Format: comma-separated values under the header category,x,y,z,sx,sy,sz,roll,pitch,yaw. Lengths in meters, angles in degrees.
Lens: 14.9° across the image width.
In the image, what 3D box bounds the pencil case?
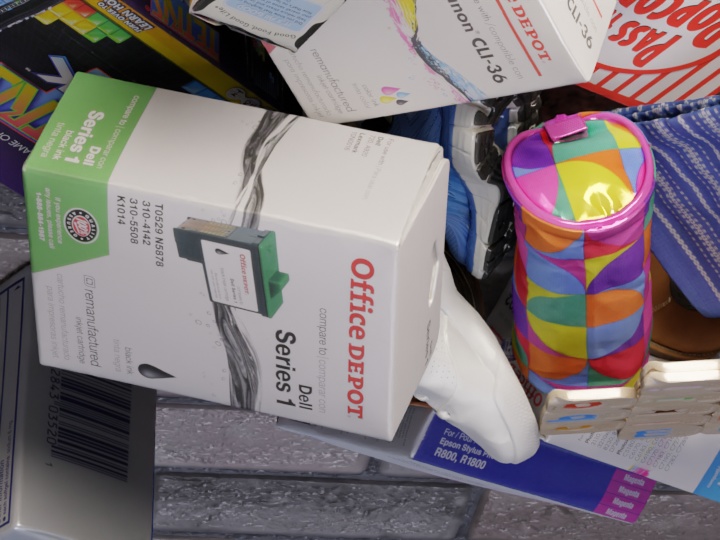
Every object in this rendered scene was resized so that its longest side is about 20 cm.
category,x,y,z,sx,sy,sz,roll,pitch,yaw
pencil case,0.118,-0.006,1.491,0.088,0.088,0.200,-2,149,1

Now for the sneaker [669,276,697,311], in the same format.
category,x,y,z,sx,sy,sz,roll,pitch,yaw
sneaker,0.260,0.028,1.620,0.200,0.079,0.074,9,-173,-39

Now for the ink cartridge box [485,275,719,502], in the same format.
category,x,y,z,sx,sy,sz,roll,pitch,yaw
ink cartridge box,0.148,0.066,1.682,0.200,0.115,0.068,20,106,-32

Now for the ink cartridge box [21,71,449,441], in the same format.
category,x,y,z,sx,sy,sz,roll,pitch,yaw
ink cartridge box,-0.063,-0.006,1.416,0.200,0.084,0.146,12,134,12

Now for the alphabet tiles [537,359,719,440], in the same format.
category,x,y,z,sx,sy,sz,roll,pitch,yaw
alphabet tiles,0.198,0.070,1.523,0.195,0.015,0.200,-4,168,0

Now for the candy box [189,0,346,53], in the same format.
category,x,y,z,sx,sy,sz,roll,pitch,yaw
candy box,-0.002,-0.208,1.224,0.061,0.136,0.200,18,143,-26

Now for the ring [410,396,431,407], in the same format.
category,x,y,z,sx,sy,sz,roll,pitch,yaw
ring,-0.006,0.063,1.692,0.200,0.019,0.200,8,-179,0

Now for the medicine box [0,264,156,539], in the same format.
category,x,y,z,sx,sy,sz,roll,pitch,yaw
medicine box,-0.224,0.127,1.713,0.103,0.182,0.200,23,141,-33

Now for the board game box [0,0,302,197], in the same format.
category,x,y,z,sx,sy,sz,roll,pitch,yaw
board game box,-0.155,-0.110,1.453,0.165,0.057,0.200,-25,141,31

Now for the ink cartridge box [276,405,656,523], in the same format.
category,x,y,z,sx,sy,sz,roll,pitch,yaw
ink cartridge box,0.081,0.118,1.743,0.196,0.043,0.200,18,176,-36

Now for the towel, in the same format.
category,x,y,z,sx,sy,sz,roll,pitch,yaw
towel,0.199,-0.030,1.444,0.145,0.024,0.200,51,158,-16

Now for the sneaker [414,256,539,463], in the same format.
category,x,y,z,sx,sy,sz,roll,pitch,yaw
sneaker,0.025,0.044,1.531,0.088,0.075,0.200,-36,119,-5

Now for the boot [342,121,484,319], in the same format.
category,x,y,z,sx,sy,sz,roll,pitch,yaw
boot,0.000,0.000,1.583,0.075,0.097,0.200,31,164,42

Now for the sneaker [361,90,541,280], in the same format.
category,x,y,z,sx,sy,sz,roll,pitch,yaw
sneaker,0.053,-0.069,1.495,0.089,0.079,0.200,31,159,23

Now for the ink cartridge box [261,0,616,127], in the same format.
category,x,y,z,sx,sy,sz,roll,pitch,yaw
ink cartridge box,0.045,-0.145,1.335,0.200,0.068,0.117,-9,131,31

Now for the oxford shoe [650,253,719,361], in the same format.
category,x,y,z,sx,sy,sz,roll,pitch,yaw
oxford shoe,0.175,-0.005,1.626,0.071,0.071,0.200,-25,140,27

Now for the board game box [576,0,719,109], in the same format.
category,x,y,z,sx,sy,sz,roll,pitch,yaw
board game box,0.164,-0.161,1.391,0.151,0.046,0.200,19,144,-29
